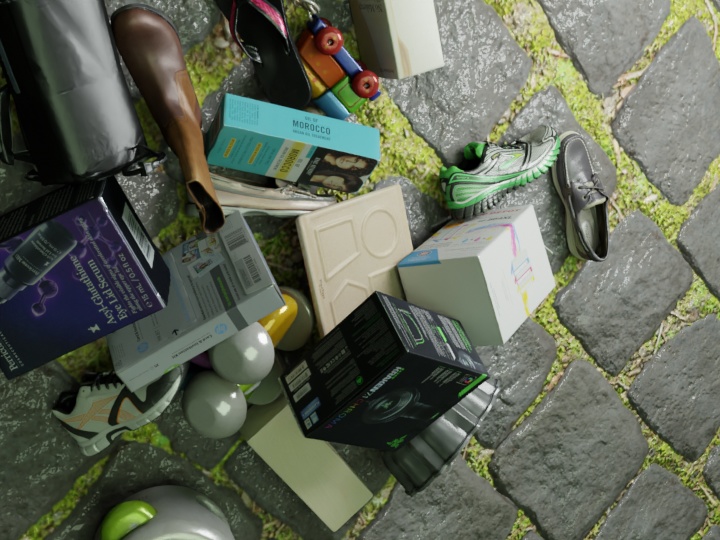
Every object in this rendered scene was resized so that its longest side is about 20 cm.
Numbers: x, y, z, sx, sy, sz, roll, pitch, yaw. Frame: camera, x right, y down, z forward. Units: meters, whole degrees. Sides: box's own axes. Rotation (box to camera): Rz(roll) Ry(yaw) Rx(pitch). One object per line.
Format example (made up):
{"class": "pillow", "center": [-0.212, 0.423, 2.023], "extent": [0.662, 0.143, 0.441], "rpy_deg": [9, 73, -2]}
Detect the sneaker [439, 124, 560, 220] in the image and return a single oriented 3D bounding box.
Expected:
{"class": "sneaker", "center": [0.196, -0.151, 1.440], "extent": [0.199, 0.078, 0.086], "rpy_deg": [-33, 107, -22]}

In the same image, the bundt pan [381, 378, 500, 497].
{"class": "bundt pan", "center": [0.100, 0.205, 1.420], "extent": [0.076, 0.202, 0.202], "rpy_deg": [40, 81, -1]}

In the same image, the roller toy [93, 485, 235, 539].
{"class": "roller toy", "center": [-0.242, 0.372, 1.294], "extent": [0.181, 0.140, 0.202], "rpy_deg": [8, 101, -19]}

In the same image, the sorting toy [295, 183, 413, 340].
{"class": "sorting toy", "center": [0.000, 0.000, 1.329], "extent": [0.199, 0.036, 0.187], "rpy_deg": [-23, 106, -44]}

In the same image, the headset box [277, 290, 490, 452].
{"class": "headset box", "center": [0.035, 0.130, 1.266], "extent": [0.174, 0.093, 0.199], "rpy_deg": [-41, 146, 21]}

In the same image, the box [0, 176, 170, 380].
{"class": "box", "center": [-0.330, 0.002, 1.138], "extent": [0.199, 0.104, 0.149], "rpy_deg": [-26, 115, 4]}

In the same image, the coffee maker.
{"class": "coffee maker", "center": [-0.299, -0.204, 1.095], "extent": [0.135, 0.191, 0.201], "rpy_deg": [-51, 133, -57]}

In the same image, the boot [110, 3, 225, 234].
{"class": "boot", "center": [-0.207, -0.162, 1.119], "extent": [0.068, 0.201, 0.189], "rpy_deg": [-15, 146, -4]}

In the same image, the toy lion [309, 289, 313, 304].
{"class": "toy lion", "center": [0.046, 0.065, 1.426], "extent": [0.191, 0.068, 0.201], "rpy_deg": [-32, 115, -26]}

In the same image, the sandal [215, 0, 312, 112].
{"class": "sandal", "center": [-0.117, -0.280, 1.221], "extent": [0.075, 0.045, 0.201], "rpy_deg": [-23, 98, 20]}

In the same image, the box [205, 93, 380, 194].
{"class": "box", "center": [-0.082, -0.151, 1.263], "extent": [0.198, 0.082, 0.050], "rpy_deg": [10, 58, -20]}

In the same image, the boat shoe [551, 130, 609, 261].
{"class": "boat shoe", "center": [0.333, -0.106, 1.531], "extent": [0.071, 0.065, 0.202], "rpy_deg": [-20, 110, -21]}

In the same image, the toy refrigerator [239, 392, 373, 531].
{"class": "toy refrigerator", "center": [-0.075, 0.253, 1.398], "extent": [0.076, 0.070, 0.200], "rpy_deg": [-42, 118, -5]}

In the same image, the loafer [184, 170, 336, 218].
{"class": "loafer", "center": [-0.119, -0.096, 1.289], "extent": [0.198, 0.072, 0.063], "rpy_deg": [-2, 96, -25]}

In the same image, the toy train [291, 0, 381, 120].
{"class": "toy train", "center": [-0.076, -0.261, 1.272], "extent": [0.116, 0.085, 0.200], "rpy_deg": [-41, 114, 6]}

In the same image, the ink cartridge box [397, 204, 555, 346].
{"class": "ink cartridge box", "center": [0.163, 0.002, 1.396], "extent": [0.200, 0.128, 0.126], "rpy_deg": [-40, 117, -49]}

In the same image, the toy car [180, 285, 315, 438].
{"class": "toy car", "center": [-0.162, 0.092, 1.269], "extent": [0.149, 0.175, 0.201], "rpy_deg": [33, 115, 10]}

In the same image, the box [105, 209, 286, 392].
{"class": "box", "center": [-0.199, 0.031, 1.194], "extent": [0.199, 0.156, 0.041], "rpy_deg": [-29, 131, -3]}

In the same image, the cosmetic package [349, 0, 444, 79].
{"class": "cosmetic package", "center": [0.035, -0.345, 1.290], "extent": [0.071, 0.105, 0.202], "rpy_deg": [-20, 109, -21]}

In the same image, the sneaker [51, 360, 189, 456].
{"class": "sneaker", "center": [-0.282, 0.146, 1.212], "extent": [0.199, 0.074, 0.080], "rpy_deg": [-33, 110, 24]}
